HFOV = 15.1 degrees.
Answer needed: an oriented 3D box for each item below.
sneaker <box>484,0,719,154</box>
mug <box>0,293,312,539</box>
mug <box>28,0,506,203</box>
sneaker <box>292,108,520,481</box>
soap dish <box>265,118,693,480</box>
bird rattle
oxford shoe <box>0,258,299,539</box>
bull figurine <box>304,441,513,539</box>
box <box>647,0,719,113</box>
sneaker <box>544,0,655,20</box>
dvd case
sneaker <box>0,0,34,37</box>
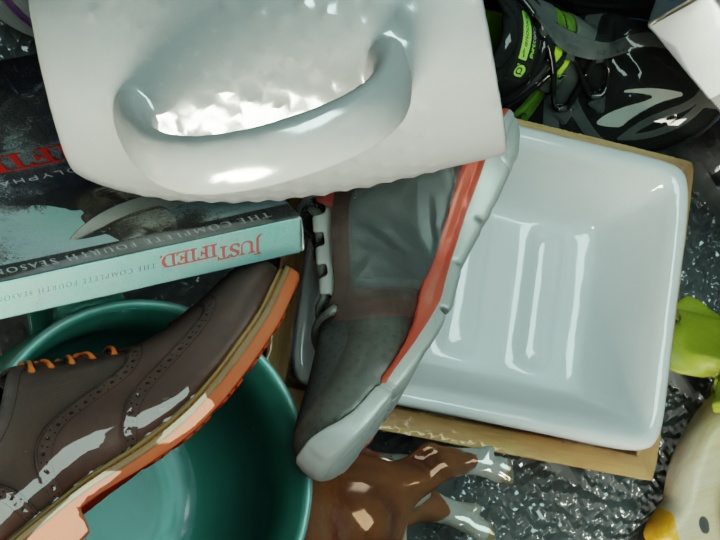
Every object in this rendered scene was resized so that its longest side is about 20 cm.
[{"bbox_3d":[0.080,-0.096,1.293,0.199,0.083,0.071,12,95,-6],"label":"sneaker"},{"bbox_3d":[-0.104,0.081,1.196,0.152,0.114,0.186,22,74,-15],"label":"mug"},{"bbox_3d":[-0.038,-0.088,1.085,0.175,0.200,0.148,-12,119,1],"label":"mug"},{"bbox_3d":[0.000,0.000,1.187,0.082,0.077,0.200,27,58,-2],"label":"sneaker"},{"bbox_3d":[0.052,0.007,1.283,0.199,0.081,0.158,12,78,-18],"label":"soap dish"},{"bbox_3d":[0.222,0.099,1.343,0.200,0.113,0.163,34,83,-25],"label":"bird rattle"},{"bbox_3d":[-0.106,0.053,1.103,0.073,0.071,0.200,46,69,-1],"label":"oxford shoe"},{"bbox_3d":[0.017,0.172,1.243,0.121,0.065,0.201,-8,92,-18],"label":"bull figurine"},{"bbox_3d":[0.227,-0.097,1.325,0.200,0.041,0.156,46,38,-19],"label":"box"},{"bbox_3d":[0.118,-0.155,1.328,0.199,0.091,0.076,12,77,-21],"label":"sneaker"},{"bbox_3d":[-0.129,-0.044,1.177,0.146,0.200,0.022,-12,123,-21],"label":"dvd case"},{"bbox_3d":[-0.101,-0.154,1.269,0.199,0.075,0.100,7,42,-7],"label":"sneaker"}]
